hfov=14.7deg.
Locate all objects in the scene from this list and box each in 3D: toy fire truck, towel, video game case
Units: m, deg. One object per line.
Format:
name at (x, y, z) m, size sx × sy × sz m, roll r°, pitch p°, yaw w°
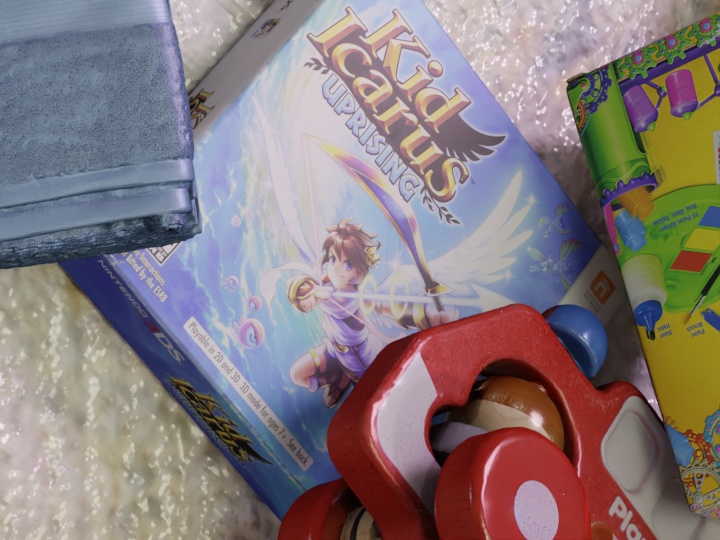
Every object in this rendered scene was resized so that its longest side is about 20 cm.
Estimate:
toy fire truck at (0.072, 0.102, 1.091) m, size 0.200 × 0.112 × 0.168 m, roll 53°, pitch 44°, yaw -16°
towel at (-0.125, -0.103, 1.024) m, size 0.111 × 0.049 × 0.201 m, roll -8°, pitch 89°, yaw -14°
video game case at (0.000, 0.000, 1.129) m, size 0.200 × 0.045 × 0.182 m, roll 51°, pitch 62°, yaw -23°

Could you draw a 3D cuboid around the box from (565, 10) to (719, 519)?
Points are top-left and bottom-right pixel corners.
box at (0.217, -0.018, 1.137) m, size 0.122 × 0.199 × 0.194 m, roll 16°, pitch 56°, yaw -58°
